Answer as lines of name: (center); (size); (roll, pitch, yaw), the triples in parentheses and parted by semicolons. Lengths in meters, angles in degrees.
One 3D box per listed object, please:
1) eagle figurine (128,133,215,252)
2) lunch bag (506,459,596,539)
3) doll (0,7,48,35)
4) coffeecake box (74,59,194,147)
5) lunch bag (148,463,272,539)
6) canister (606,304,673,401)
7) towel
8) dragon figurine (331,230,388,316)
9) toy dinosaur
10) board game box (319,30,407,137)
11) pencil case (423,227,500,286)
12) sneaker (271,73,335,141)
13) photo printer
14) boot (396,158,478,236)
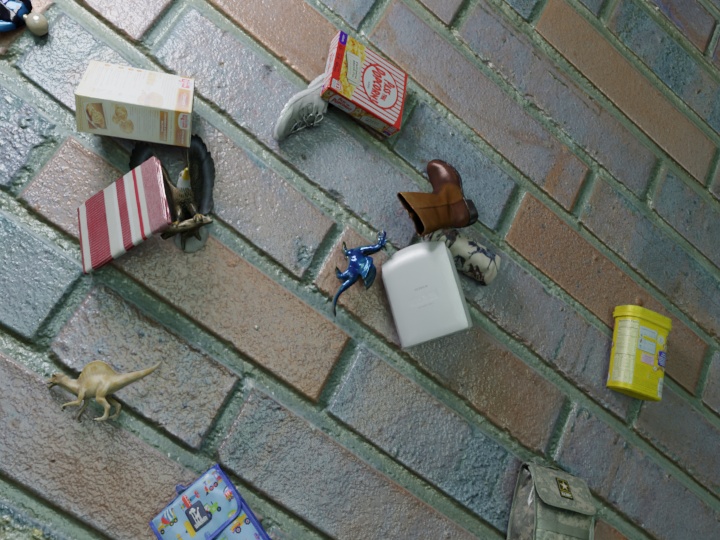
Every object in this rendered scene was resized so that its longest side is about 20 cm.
eagle figurine: (-0.349, -0.154, 1.048); (0.150, 0.150, 0.204); (26, 31, -53)
lunch bag: (0.422, 0.537, 1.187); (0.159, 0.117, 0.207); (18, 69, -14)
doll: (-0.688, -0.501, 1.013); (0.195, 0.048, 0.141); (24, 64, -21)
coffeecake box: (-0.417, -0.316, 1.023); (0.192, 0.075, 0.156); (5, 39, -18)
lunch bag: (-0.271, 0.471, 0.980); (0.149, 0.094, 0.202); (-37, 81, -20)
canister: (0.697, 0.209, 1.358); (0.144, 0.086, 0.207); (18, 76, -15)
towel: (-0.427, -0.097, 0.973); (0.195, 0.023, 0.148); (-26, 65, 15)
dragon figurine: (0.000, 0.000, 1.142); (0.096, 0.059, 0.206); (11, 67, 13)
toy dinosaur: (-0.456, 0.212, 0.964); (0.192, 0.058, 0.105); (-3, 80, -20)
board game box: (0.012, -0.416, 1.217); (0.195, 0.046, 0.157); (21, 67, -29)
pencil case: (0.231, -0.035, 1.242); (0.195, 0.090, 0.079); (26, 44, -14)
sneaker: (-0.113, -0.343, 1.174); (0.082, 0.075, 0.201); (43, 69, -5)
photo printer: (0.137, 0.046, 1.165); (0.161, 0.069, 0.208); (-17, 85, 12)
boot: (0.149, -0.164, 1.197); (0.195, 0.068, 0.193); (-11, 71, -39)
